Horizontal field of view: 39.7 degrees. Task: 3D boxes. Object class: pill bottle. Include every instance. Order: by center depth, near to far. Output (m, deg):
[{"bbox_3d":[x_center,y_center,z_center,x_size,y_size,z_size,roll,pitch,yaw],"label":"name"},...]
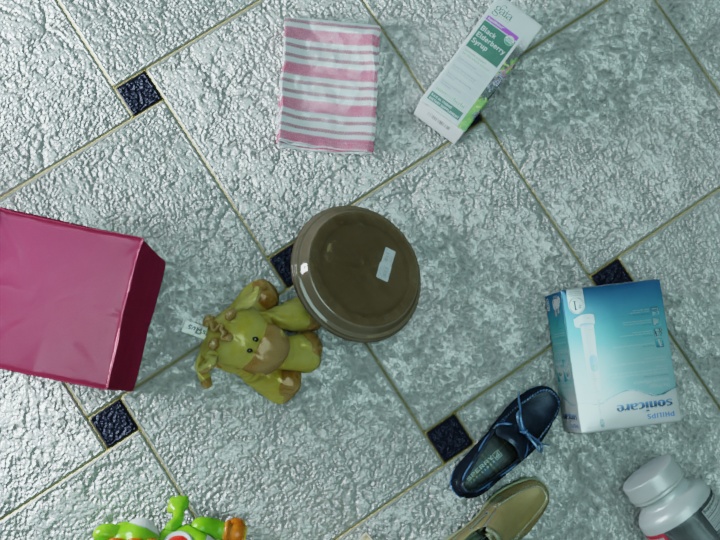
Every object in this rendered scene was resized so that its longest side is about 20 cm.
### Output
[{"bbox_3d":[0.453,0.356,1.367,0.111,0.111,0.200,-37,86,-8],"label":"pill bottle"}]

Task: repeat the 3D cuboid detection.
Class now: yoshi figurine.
[{"bbox_3d":[-0.259,0.367,1.337,0.199,0.113,0.112,10,123,-17],"label":"yoshi figurine"}]

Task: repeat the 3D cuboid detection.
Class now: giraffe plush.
[{"bbox_3d":[-0.147,0.089,1.331,0.199,0.162,0.173,4,82,-4],"label":"giraffe plush"}]

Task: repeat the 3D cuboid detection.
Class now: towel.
[{"bbox_3d":[-0.046,-0.271,1.453,0.146,0.030,0.201,4,82,-4],"label":"towel"}]

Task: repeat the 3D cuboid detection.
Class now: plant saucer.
[{"bbox_3d":[0.000,0.000,1.384,0.199,0.029,0.201,9,68,-24],"label":"plant saucer"}]

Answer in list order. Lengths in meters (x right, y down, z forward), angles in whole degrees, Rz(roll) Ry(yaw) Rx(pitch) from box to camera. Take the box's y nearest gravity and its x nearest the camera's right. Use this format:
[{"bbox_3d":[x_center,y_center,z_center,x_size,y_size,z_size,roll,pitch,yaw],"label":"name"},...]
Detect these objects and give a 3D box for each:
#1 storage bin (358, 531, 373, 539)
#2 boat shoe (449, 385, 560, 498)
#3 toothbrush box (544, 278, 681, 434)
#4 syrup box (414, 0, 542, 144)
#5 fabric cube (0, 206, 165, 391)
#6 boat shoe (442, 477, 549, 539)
[{"bbox_3d":[-0.014,0.459,1.277,0.094,0.199,0.200,43,82,-2],"label":"storage bin"},{"bbox_3d":[0.211,0.245,1.385,0.084,0.069,0.200,39,82,1],"label":"boat shoe"},{"bbox_3d":[0.353,0.121,1.403,0.146,0.085,0.201,-7,83,-6],"label":"toothbrush box"},{"bbox_3d":[0.169,-0.290,1.445,0.079,0.081,0.200,37,83,0],"label":"syrup box"},{"bbox_3d":[-0.382,0.043,1.302,0.196,0.199,0.201,13,82,-1],"label":"fabric cube"},{"bbox_3d":[0.183,0.359,1.364,0.200,0.076,0.072,-40,87,-8],"label":"boat shoe"}]
